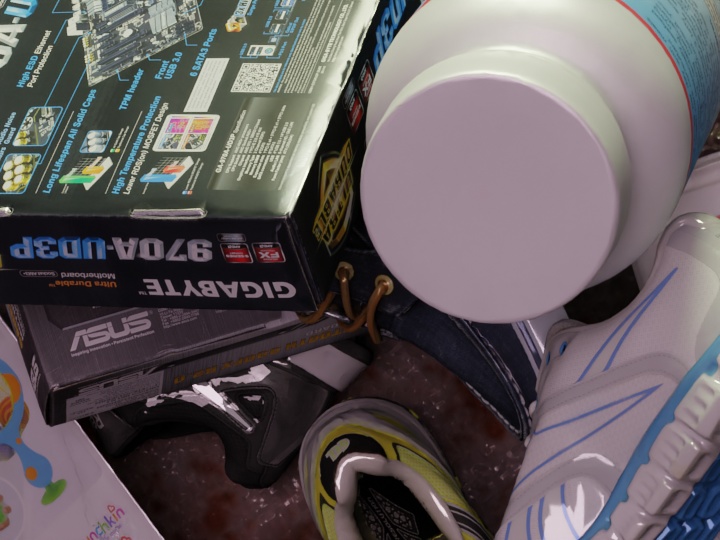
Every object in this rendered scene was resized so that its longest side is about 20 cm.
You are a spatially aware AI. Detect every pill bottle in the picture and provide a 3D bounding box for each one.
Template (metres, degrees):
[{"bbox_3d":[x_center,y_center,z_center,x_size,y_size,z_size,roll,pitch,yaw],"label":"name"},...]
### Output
[{"bbox_3d":[0.064,-0.057,0.929,0.108,0.200,0.109,5,112,13],"label":"pill bottle"}]

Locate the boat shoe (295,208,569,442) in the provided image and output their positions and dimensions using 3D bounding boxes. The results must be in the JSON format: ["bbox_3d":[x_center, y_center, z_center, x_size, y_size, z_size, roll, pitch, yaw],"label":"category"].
[{"bbox_3d":[0.000,0.000,1.003,0.091,0.071,0.201,-30,68,-16],"label":"boat shoe"}]

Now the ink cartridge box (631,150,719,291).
[{"bbox_3d":[0.193,0.045,1.036,0.145,0.085,0.201,-18,83,11],"label":"ink cartridge box"}]

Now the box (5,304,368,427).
[{"bbox_3d":[-0.051,-0.044,1.074,0.199,0.048,0.159,-17,71,-13],"label":"box"}]

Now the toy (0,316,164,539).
[{"bbox_3d":[-0.154,0.074,1.129,0.115,0.047,0.200,-43,73,26],"label":"toy"}]

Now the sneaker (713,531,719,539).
[{"bbox_3d":[0.149,0.113,0.957,0.081,0.077,0.201,-33,79,0],"label":"sneaker"}]

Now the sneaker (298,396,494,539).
[{"bbox_3d":[0.036,0.143,1.060,0.075,0.076,0.200,-37,91,6],"label":"sneaker"}]

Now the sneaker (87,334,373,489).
[{"bbox_3d":[-0.100,0.025,1.117,0.199,0.066,0.091,27,89,12],"label":"sneaker"}]

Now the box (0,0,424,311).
[{"bbox_3d":[-0.064,-0.073,0.976,0.158,0.046,0.201,1,46,21],"label":"box"}]

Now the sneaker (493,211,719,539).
[{"bbox_3d":[0.081,0.066,0.934,0.200,0.075,0.087,-53,54,18],"label":"sneaker"}]
